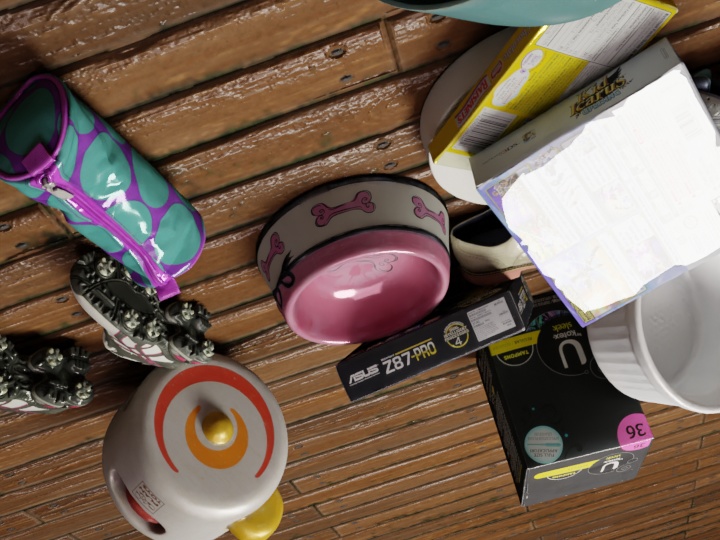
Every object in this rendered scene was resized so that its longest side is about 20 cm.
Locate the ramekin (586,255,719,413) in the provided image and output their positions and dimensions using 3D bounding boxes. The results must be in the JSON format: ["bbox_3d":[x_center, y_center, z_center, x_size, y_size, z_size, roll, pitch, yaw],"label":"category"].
[{"bbox_3d":[0.338,0.050,1.061,0.197,0.205,0.097,5,173,-28],"label":"ramekin"}]

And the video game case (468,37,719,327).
[{"bbox_3d":[0.215,-0.064,0.815,0.180,0.046,0.200,-31,128,18],"label":"video game case"}]

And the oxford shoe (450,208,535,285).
[{"bbox_3d":[0.184,-0.045,0.972,0.197,0.072,0.074,-23,144,11],"label":"oxford shoe"}]

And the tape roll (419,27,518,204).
[{"bbox_3d":[0.150,-0.133,0.855,0.199,0.038,0.204,-10,147,-7],"label":"tape roll"}]

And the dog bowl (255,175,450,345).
[{"bbox_3d":[0.000,0.000,0.959,0.196,0.075,0.202,-11,147,-7],"label":"dog bowl"}]

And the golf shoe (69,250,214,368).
[{"bbox_3d":[-0.223,0.051,0.945,0.087,0.078,0.200,-18,148,19],"label":"golf shoe"}]

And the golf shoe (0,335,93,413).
[{"bbox_3d":[-0.359,0.106,0.958,0.087,0.079,0.198,-27,146,33],"label":"golf shoe"}]

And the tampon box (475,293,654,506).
[{"bbox_3d":[0.233,0.147,1.161,0.147,0.203,0.127,-13,148,-3],"label":"tampon box"}]

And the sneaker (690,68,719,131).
[{"bbox_3d":[0.299,-0.137,0.895,0.197,0.078,0.087,-16,116,25],"label":"sneaker"}]

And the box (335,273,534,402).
[{"bbox_3d":[0.085,0.068,1.049,0.197,0.050,0.161,-25,179,16],"label":"box"}]

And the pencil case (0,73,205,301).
[{"bbox_3d":[-0.201,-0.060,0.766,0.084,0.094,0.200,-23,148,13],"label":"pencil case"}]

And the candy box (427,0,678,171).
[{"bbox_3d":[0.145,-0.148,0.770,0.101,0.027,0.200,4,142,-33],"label":"candy box"}]

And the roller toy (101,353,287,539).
[{"bbox_3d":[-0.175,0.192,1.057,0.180,0.203,0.140,10,148,-29],"label":"roller toy"}]

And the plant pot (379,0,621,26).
[{"bbox_3d":[0.097,-0.231,0.547,0.159,0.203,0.200,1,147,-47],"label":"plant pot"}]
